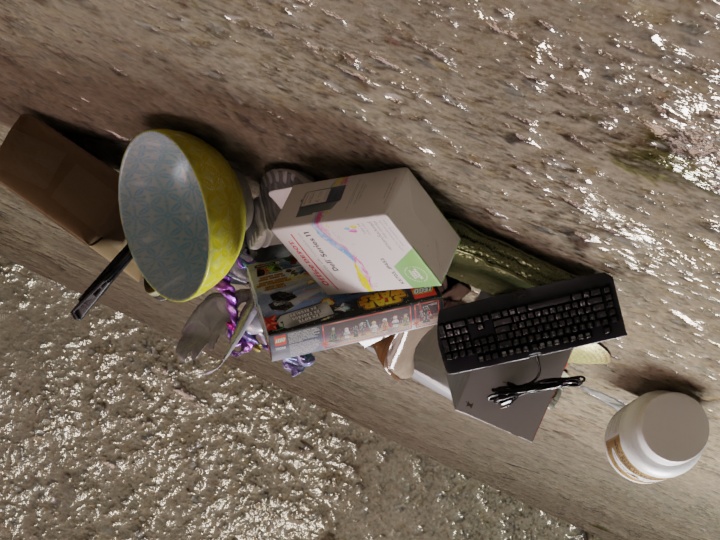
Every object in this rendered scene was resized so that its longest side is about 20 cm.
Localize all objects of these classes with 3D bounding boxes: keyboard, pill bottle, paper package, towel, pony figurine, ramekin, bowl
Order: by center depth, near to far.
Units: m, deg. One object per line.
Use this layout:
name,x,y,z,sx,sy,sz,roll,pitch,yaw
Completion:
keyboard,0.185,0.081,1.402,0.198,0.128,0.021,-14,-163,15
towel,0.165,0.003,1.458,0.198,0.037,0.148,23,169,0
bowl,-0.191,-0.073,1.555,0.107,0.203,0.199,-15,-164,-39
keyboard,-0.318,0.007,1.656,0.021,0.127,0.200,39,-156,-7
pony figurine,-0.134,0.054,1.668,0.199,0.195,0.166,28,175,-29
pill bottle,0.398,0.221,1.759,0.113,0.115,0.200,22,168,5
paper package,-0.377,-0.098,1.801,0.199,0.104,0.191,32,173,19
ramekin,0.110,0.112,1.831,0.201,0.095,0.202,30,175,3

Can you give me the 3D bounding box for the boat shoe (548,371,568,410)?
boat shoe,0.206,0.149,1.941,0.200,0.061,0.072,17,166,29

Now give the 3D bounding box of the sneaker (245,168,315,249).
sneaker,-0.078,-0.077,1.549,0.081,0.076,0.200,-8,174,-21

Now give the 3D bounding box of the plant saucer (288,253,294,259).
plant saucer,-0.019,0.009,1.593,0.197,0.031,0.201,-12,142,-10

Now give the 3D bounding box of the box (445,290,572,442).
box,0.170,0.104,1.536,0.096,0.126,0.200,23,-173,-2

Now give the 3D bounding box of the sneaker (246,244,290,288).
sneaker,-0.106,0.002,1.808,0.070,0.100,0.200,16,167,21

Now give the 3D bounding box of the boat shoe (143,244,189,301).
boat shoe,-0.219,-0.028,1.686,0.071,0.202,0.066,-21,124,27

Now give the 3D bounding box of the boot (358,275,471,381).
boot,0.072,0.057,1.618,0.071,0.146,0.200,57,-173,29

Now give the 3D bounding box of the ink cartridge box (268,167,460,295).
ink cartridge box,-0.010,-0.036,1.387,0.198,0.068,0.117,-6,137,40

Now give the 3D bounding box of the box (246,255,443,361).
box,-0.019,0.026,1.473,0.137,0.197,0.040,-113,14,-53

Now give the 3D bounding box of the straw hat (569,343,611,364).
straw hat,0.221,0.118,1.719,0.199,0.086,0.201,22,167,5

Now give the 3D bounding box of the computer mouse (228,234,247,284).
computer mouse,-0.208,-0.036,1.810,0.052,0.140,0.199,-14,156,40
